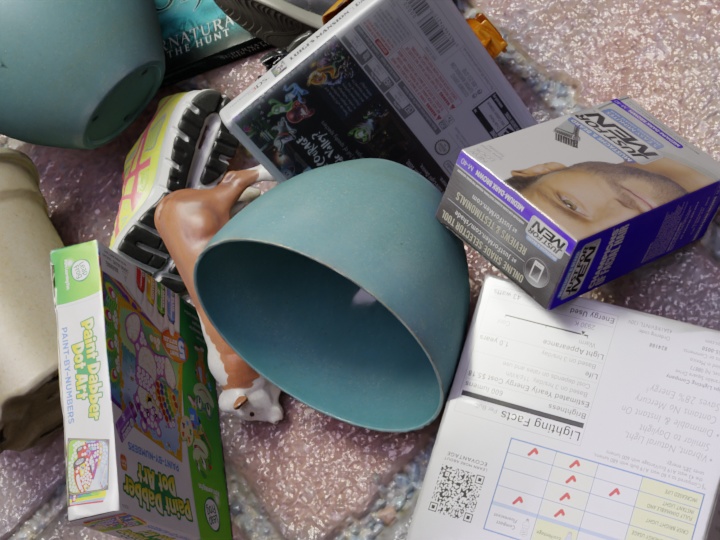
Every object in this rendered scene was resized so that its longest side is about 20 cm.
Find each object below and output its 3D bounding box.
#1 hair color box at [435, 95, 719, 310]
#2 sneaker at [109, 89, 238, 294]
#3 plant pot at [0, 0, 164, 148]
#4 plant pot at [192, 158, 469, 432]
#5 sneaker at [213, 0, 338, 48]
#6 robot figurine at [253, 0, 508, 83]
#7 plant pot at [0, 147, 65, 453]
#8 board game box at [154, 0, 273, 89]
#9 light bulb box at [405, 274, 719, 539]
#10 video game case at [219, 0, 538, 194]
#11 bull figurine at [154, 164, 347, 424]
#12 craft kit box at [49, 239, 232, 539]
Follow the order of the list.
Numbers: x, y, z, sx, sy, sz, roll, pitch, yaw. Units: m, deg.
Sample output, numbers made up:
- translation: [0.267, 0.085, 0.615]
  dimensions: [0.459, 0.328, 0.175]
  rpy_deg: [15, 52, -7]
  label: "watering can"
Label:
- translation: [0.160, -0.053, 1.089]
  dimensions: [0.109, 0.199, 0.065]
  rpy_deg: [40, 131, 26]
  label: "hair color box"
- translation: [-0.167, -0.057, 1.290]
  dimensions: [0.090, 0.078, 0.201]
  rpy_deg: [24, 89, 52]
  label: "sneaker"
- translation: [-0.236, -0.178, 1.253]
  dimensions: [0.135, 0.200, 0.200]
  rpy_deg: [42, 91, 9]
  label: "plant pot"
- translation: [0.000, 0.000, 1.112]
  dimensions: [0.199, 0.201, 0.135]
  rpy_deg: [18, 57, 25]
  label: "plant pot"
- translation: [-0.019, -0.232, 1.272]
  dimensions: [0.198, 0.075, 0.107]
  rpy_deg: [19, 74, 3]
  label: "sneaker"
- translation: [0.007, -0.145, 1.197]
  dimensions: [0.200, 0.145, 0.058]
  rpy_deg: [-39, 23, 11]
  label: "robot figurine"
- translation: [-0.292, 0.037, 1.248]
  dimensions: [0.200, 0.200, 0.184]
  rpy_deg: [-42, 75, 4]
  label: "plant pot"
- translation: [-0.158, -0.233, 1.358]
  dimensions: [0.198, 0.028, 0.136]
  rpy_deg: [-18, 69, 15]
  label: "board game box"
- translation: [0.159, 0.132, 1.066]
  dimensions: [0.197, 0.125, 0.202]
  rpy_deg: [14, 80, 23]
  label: "light bulb box"
- translation: [0.020, -0.110, 1.160]
  dimensions: [0.181, 0.200, 0.023]
  rpy_deg: [-38, 43, 5]
  label: "video game case"
- translation: [-0.085, 0.017, 1.218]
  dimensions: [0.121, 0.065, 0.201]
  rpy_deg: [-25, 83, -8]
  label: "bull figurine"
- translation: [-0.160, 0.102, 1.157]
  dimensions: [0.048, 0.200, 0.199]
  rpy_deg: [-11, 70, 15]
  label: "craft kit box"
